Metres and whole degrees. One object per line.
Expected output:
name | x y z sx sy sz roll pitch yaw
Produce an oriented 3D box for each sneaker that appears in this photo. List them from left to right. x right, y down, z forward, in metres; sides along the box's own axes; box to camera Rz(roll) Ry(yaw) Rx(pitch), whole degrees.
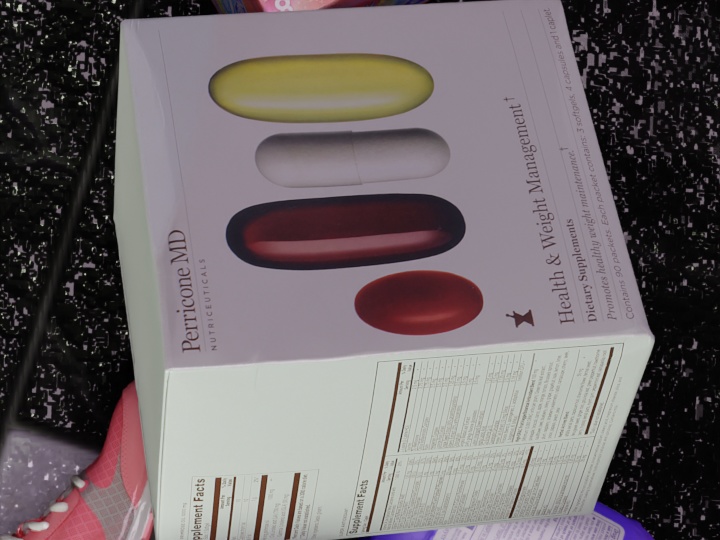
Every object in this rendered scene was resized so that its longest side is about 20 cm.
sneaker | -0.140 0.138 1.056 0.086 0.074 0.201 18 83 -6

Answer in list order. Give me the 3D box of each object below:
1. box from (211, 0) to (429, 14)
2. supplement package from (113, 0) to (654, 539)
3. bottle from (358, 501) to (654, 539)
box | 0.019 -0.181 1.093 0.199 0.103 0.095 -28 84 -11
supplement package | 0.000 0.000 1.015 0.199 0.147 0.192 -5 54 -10
bottle | 0.100 0.148 1.097 0.199 0.065 0.084 28 86 -6
